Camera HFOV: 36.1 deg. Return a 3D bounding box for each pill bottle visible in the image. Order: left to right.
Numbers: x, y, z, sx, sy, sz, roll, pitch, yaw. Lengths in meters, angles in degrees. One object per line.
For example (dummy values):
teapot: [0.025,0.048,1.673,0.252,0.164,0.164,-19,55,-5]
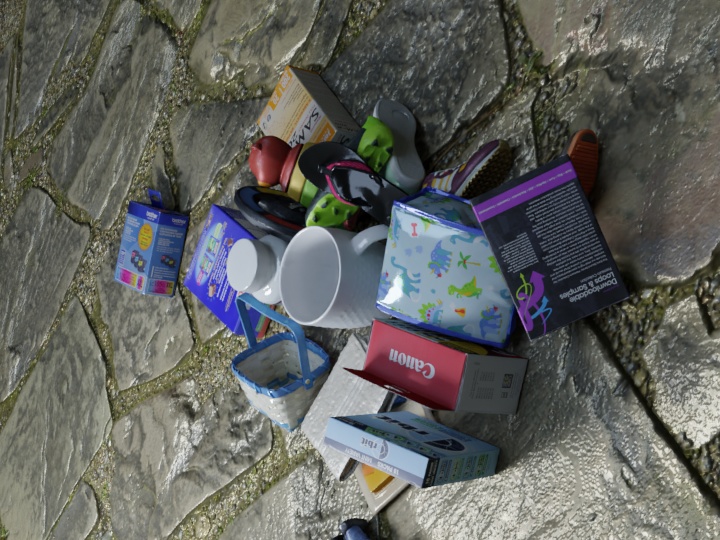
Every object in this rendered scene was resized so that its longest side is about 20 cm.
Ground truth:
pill bottle: [-0.116,0.002,1.802,0.111,0.198,0.115,-11,75,46]

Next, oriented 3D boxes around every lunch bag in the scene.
lunch bag: [0.138,-0.004,1.550,0.198,0.127,0.173,22,118,29]

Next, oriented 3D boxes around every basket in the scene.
basket: [-0.136,0.146,1.822,0.175,0.138,0.203,28,141,46]

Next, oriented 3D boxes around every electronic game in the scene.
electronic game: [-0.113,-0.091,1.814,0.200,0.198,0.042,39,114,44]

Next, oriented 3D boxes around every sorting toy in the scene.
sorting toy: [0.035,0.250,1.716,0.201,0.036,0.187,-50,51,31]

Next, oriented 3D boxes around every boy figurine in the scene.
boy figurine: [0.026,0.467,1.672,0.200,0.064,0.125,49,119,39]

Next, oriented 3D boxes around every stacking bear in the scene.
stacking bear: [-0.086,-0.153,1.778,0.121,0.197,0.116,170,121,-88]

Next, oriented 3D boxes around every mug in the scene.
mug: [0.000,0.000,1.691,0.200,0.174,0.149,-47,53,32]

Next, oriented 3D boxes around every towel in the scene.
towel: [-0.015,0.211,1.731,0.133,0.034,0.202,48,115,42]

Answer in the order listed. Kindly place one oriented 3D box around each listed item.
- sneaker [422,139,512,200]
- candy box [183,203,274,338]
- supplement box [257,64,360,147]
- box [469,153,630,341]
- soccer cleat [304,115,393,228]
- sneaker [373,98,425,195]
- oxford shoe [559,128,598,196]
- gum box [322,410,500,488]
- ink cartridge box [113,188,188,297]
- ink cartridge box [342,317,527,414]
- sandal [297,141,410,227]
sneaker: [0.140,-0.130,1.631,0.201,0.074,0.091,-52,54,28]
candy box: [-0.224,-0.001,2.017,0.200,0.076,0.171,39,111,45]
supplement box: [-0.087,-0.243,1.904,0.127,0.073,0.201,-57,47,26]
box: [0.245,-0.029,1.434,0.141,0.036,0.203,-24,86,13]
soccer cleat: [-0.019,-0.145,1.693,0.201,0.067,0.081,-51,32,19]
sneaker: [0.042,-0.172,1.743,0.119,0.072,0.203,118,152,-43]
oxford shoe: [0.259,-0.102,1.498,0.073,0.070,0.203,38,113,48]
gum box: [0.073,0.244,1.529,0.168,0.199,0.045,18,97,35]
ink cartridge box: [-0.424,-0.060,2.252,0.135,0.076,0.204,17,95,48]
ink cartridge box: [0.102,0.133,1.556,0.198,0.174,0.085,18,97,47]
sandal: [-0.006,-0.127,1.618,0.198,0.045,0.076,32,107,13]
